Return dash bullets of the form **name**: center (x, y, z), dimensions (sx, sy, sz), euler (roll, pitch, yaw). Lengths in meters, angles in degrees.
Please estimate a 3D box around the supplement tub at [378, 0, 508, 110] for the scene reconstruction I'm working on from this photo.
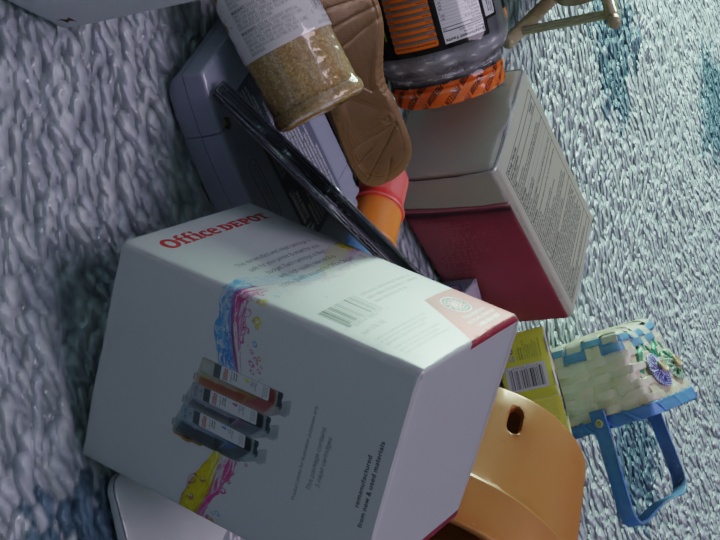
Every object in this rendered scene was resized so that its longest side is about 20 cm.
- **supplement tub**: center (0.051, -0.242, 1.156), dimensions (0.123, 0.122, 0.201), euler (-44, 124, -54)

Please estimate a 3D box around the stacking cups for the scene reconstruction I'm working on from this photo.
- **stacking cups**: center (0.000, 0.000, 1.098), dimensions (0.061, 0.060, 0.200), euler (58, 35, -39)

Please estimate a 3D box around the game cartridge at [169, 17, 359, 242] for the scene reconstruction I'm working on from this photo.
- **game cartridge**: center (-0.066, -0.085, 1.009), dimensions (0.133, 0.041, 0.200), euler (-59, 135, -41)

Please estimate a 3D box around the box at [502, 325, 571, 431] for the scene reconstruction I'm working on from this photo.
- **box**: center (0.168, 0.133, 1.308), dimensions (0.200, 0.050, 0.076), euler (66, 12, -58)

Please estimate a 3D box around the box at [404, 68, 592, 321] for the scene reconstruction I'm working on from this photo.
- **box**: center (0.121, -0.062, 1.264), dimensions (0.200, 0.109, 0.128), euler (57, 40, -40)

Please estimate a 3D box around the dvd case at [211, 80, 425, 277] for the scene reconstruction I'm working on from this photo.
- **dvd case**: center (-0.009, -0.037, 0.949), dimensions (0.016, 0.149, 0.200), euler (-45, 140, 1)

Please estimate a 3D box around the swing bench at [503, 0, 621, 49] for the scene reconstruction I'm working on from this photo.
- **swing bench**: center (0.200, -0.371, 1.438), dimensions (0.199, 0.129, 0.200), euler (65, 34, -31)

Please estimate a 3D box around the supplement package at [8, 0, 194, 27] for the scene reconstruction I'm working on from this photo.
- **supplement package**: center (-0.158, -0.256, 0.788), dimensions (0.117, 0.117, 0.201), euler (19, 69, -59)

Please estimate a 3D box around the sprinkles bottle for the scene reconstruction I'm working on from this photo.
- **sprinkles bottle**: center (-0.071, -0.195, 0.931), dimensions (0.201, 0.068, 0.068), euler (63, 32, -5)

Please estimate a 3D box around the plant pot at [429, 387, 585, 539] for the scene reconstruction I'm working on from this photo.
- **plant pot**: center (0.080, 0.178, 1.041), dimensions (0.140, 0.199, 0.200), euler (-59, 135, -36)

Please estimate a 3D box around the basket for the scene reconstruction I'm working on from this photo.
- **basket**: center (0.285, 0.160, 1.489), dimensions (0.176, 0.139, 0.201), euler (-12, 86, -62)

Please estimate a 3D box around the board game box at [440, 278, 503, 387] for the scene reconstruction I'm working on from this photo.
- **board game box**: center (0.073, 0.138, 1.212), dimensions (0.200, 0.041, 0.201), euler (-43, 123, -55)

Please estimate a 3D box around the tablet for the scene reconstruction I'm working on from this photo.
- **tablet**: center (-0.094, 0.167, 0.938), dimensions (0.200, 0.014, 0.131), euler (-26, 108, -59)

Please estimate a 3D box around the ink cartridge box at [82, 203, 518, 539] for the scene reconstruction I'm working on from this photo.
- **ink cartridge box**: center (-0.037, 0.067, 0.832), dimensions (0.145, 0.199, 0.145), euler (-22, 132, -60)

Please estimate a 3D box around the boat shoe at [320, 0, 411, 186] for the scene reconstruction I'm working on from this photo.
- **boat shoe**: center (-0.019, -0.160, 1.074), dimensions (0.074, 0.069, 0.201), euler (-26, 123, -17)
